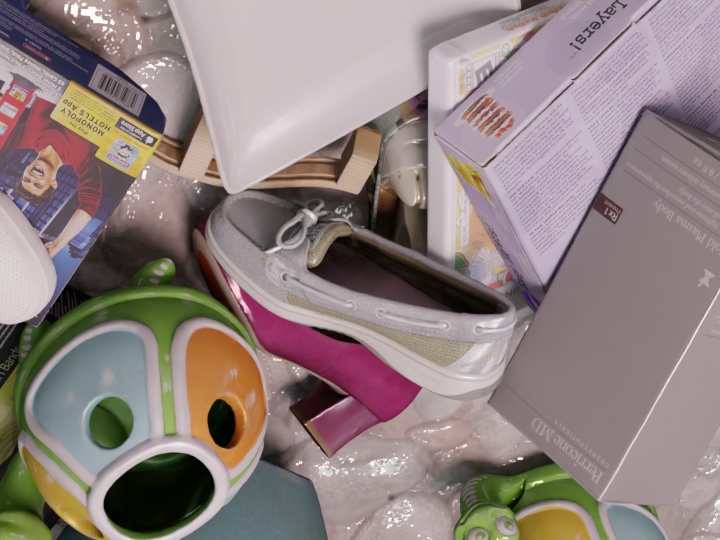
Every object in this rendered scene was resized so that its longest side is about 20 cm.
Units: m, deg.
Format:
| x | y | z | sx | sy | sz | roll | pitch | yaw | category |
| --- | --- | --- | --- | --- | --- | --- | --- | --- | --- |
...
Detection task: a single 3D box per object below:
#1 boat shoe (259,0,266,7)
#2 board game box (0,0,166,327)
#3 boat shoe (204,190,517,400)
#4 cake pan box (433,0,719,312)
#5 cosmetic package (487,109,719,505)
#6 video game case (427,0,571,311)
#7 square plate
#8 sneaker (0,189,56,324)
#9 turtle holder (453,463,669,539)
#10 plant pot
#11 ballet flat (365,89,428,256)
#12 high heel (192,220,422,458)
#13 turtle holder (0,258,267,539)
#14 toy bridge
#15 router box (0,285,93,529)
| x | y | z | sx | sy | sz | roll | pitch | yaw | category |
| --- | --- | --- | --- | --- | --- | --- | --- | --- | --- |
| -0.065 | -0.176 | 0.973 | 0.200 | 0.086 | 0.075 | -10 | 126 | -6 | boat shoe |
| -0.239 | -0.066 | 1.009 | 0.199 | 0.062 | 0.200 | 31 | 119 | -14 | board game box |
| 0.000 | 0.001 | 1.051 | 0.201 | 0.074 | 0.065 | 31 | 133 | 19 | boat shoe |
| 0.154 | -0.082 | 1.051 | 0.200 | 0.052 | 0.184 | -44 | 141 | -7 | cake pan box |
| 0.170 | 0.024 | 1.028 | 0.090 | 0.107 | 0.201 | 13 | 109 | -47 | cosmetic package |
| 0.115 | -0.070 | 1.081 | 0.181 | 0.023 | 0.201 | -25 | 132 | -29 | video game case |
| -0.009 | -0.156 | 0.943 | 0.199 | 0.028 | 0.199 | -30 | 142 | -13 | square plate |
| -0.245 | -0.022 | 0.934 | 0.073 | 0.116 | 0.200 | -36 | 113 | 20 | sneaker |
| 0.148 | 0.203 | 1.263 | 0.140 | 0.132 | 0.186 | -19 | 127 | 3 | turtle holder |
| -0.098 | 0.183 | 1.179 | 0.199 | 0.200 | 0.136 | 26 | 82 | -27 | plant pot |
| 0.033 | -0.039 | 1.102 | 0.069 | 0.071 | 0.201 | 1 | 124 | -10 | ballet flat |
| -0.030 | 0.024 | 1.152 | 0.096 | 0.067 | 0.201 | -38 | 127 | -9 | high heel |
| -0.143 | 0.094 | 1.046 | 0.184 | 0.132 | 0.142 | -14 | 126 | -6 | turtle holder |
| -0.092 | -0.082 | 1.060 | 0.198 | 0.027 | 0.067 | 16 | 141 | -13 | toy bridge |
| -0.241 | 0.092 | 1.144 | 0.157 | 0.052 | 0.200 | 27 | 114 | -28 | router box |
